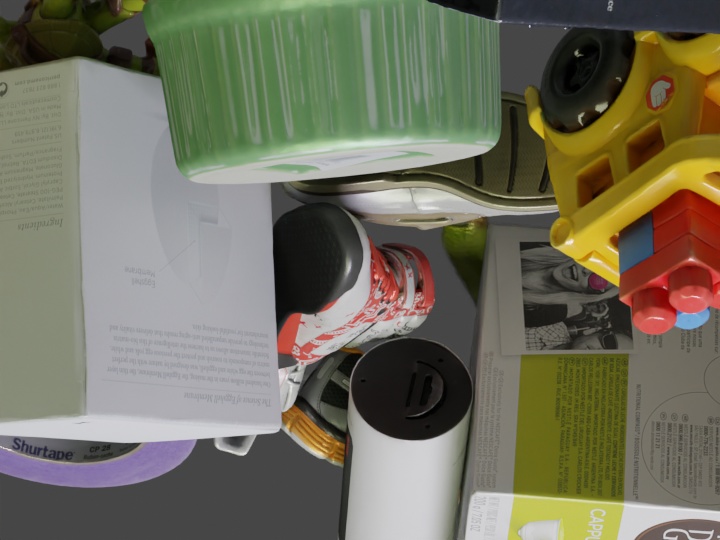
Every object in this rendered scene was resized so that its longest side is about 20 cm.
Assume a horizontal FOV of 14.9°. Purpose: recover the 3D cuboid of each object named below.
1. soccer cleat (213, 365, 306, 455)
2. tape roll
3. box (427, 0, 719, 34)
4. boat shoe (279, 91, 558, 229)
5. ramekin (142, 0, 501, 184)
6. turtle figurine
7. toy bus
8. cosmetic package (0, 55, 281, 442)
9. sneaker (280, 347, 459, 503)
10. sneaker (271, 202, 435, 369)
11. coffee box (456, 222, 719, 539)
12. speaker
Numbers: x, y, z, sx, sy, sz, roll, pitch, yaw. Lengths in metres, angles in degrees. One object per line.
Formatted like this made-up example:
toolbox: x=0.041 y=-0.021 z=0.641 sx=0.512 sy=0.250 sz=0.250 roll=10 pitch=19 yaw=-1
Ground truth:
soccer cleat: x=-0.057 y=0.052 z=1.840 sx=0.068 sy=0.086 sz=0.200 roll=16 pitch=146 yaw=-15
tape roll: x=-0.203 y=0.062 z=1.875 sx=0.199 sy=0.085 sz=0.200 roll=4 pitch=146 yaw=3
box: x=0.120 y=-0.193 z=1.309 sx=0.199 sy=0.149 sz=0.104 roll=0 pitch=-165 yaw=-37
boat shoe: x=0.049 y=-0.065 z=1.671 sx=0.199 sy=0.075 sz=0.068 roll=5 pitch=163 yaw=1
ramekin: x=-0.016 y=-0.105 z=1.503 sx=0.199 sy=0.098 sz=0.200 roll=-6 pitch=178 yaw=0
turtle figurine: x=-0.178 y=-0.145 z=1.579 sx=0.199 sy=0.065 sz=0.161 roll=23 pitch=143 yaw=-24
toy bus: x=0.196 y=-0.061 z=1.517 sx=0.135 sy=0.193 sz=0.200 roll=30 pitch=132 yaw=-30
cosmetic package: x=-0.149 y=-0.004 z=1.599 sx=0.122 sy=0.201 sz=0.199 roll=-8 pitch=171 yaw=30
sneaker: x=0.034 y=0.106 z=1.921 sx=0.200 sy=0.077 sz=0.078 roll=19 pitch=-169 yaw=-45
sneaker: x=0.000 y=-0.001 z=1.694 sx=0.107 sy=0.067 sz=0.201 roll=-15 pitch=163 yaw=-22
coffee box: x=0.168 y=0.113 z=1.793 sx=0.197 sy=0.201 sz=0.200 roll=5 pitch=147 yaw=1
speaker: x=0.028 y=0.130 z=1.801 sx=0.081 sy=0.082 sz=0.200 roll=5 pitch=144 yaw=1
